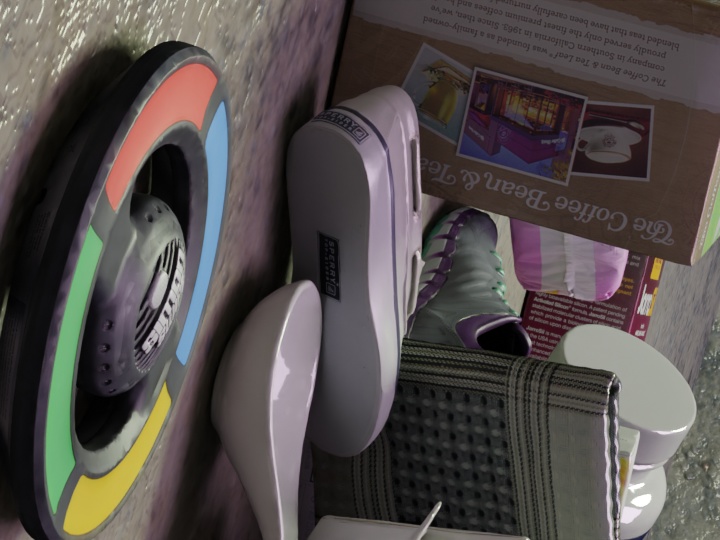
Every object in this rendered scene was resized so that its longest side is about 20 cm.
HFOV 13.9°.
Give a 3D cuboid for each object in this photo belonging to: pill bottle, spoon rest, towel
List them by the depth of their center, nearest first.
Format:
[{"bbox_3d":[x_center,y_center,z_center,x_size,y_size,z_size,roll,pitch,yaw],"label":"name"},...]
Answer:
[{"bbox_3d":[-0.049,0.101,1.400,0.099,0.060,0.201,59,48,-74],"label":"spoon rest"},{"bbox_3d":[0.049,0.134,1.518,0.034,0.191,0.201,-30,122,-52],"label":"towel"},{"bbox_3d":[0.109,0.134,1.732,0.201,0.119,0.120,-60,177,31],"label":"pill bottle"}]

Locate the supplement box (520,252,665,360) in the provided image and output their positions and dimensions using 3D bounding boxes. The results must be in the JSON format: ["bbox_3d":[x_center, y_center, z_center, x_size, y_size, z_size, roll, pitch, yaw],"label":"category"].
[{"bbox_3d":[0.169,0.062,2.280,0.110,0.085,0.201,7,98,-77],"label":"supplement box"}]

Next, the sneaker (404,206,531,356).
[{"bbox_3d":[0.068,0.030,1.777,0.200,0.087,0.075,-55,157,-57],"label":"sneaker"}]

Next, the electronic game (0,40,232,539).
[{"bbox_3d":[-0.091,0.010,1.144,0.200,0.041,0.201,16,90,-78],"label":"electronic game"}]

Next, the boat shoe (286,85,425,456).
[{"bbox_3d":[0.000,0.000,1.464,0.066,0.072,0.201,-35,135,-41],"label":"boat shoe"}]

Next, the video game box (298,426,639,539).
[{"bbox_3d":[0.044,0.159,1.601,0.047,0.181,0.201,-51,154,-66],"label":"video game box"}]

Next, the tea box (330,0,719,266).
[{"bbox_3d":[0.108,-0.105,1.527,0.197,0.199,0.135,-40,144,-70],"label":"tea box"}]

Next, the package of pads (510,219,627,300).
[{"bbox_3d":[0.140,-0.094,1.882,0.121,0.075,0.201,86,11,-53],"label":"package of pads"}]

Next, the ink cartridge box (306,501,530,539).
[{"bbox_3d":[0.027,0.218,1.438,0.129,0.125,0.201,-54,133,-39],"label":"ink cartridge box"}]
